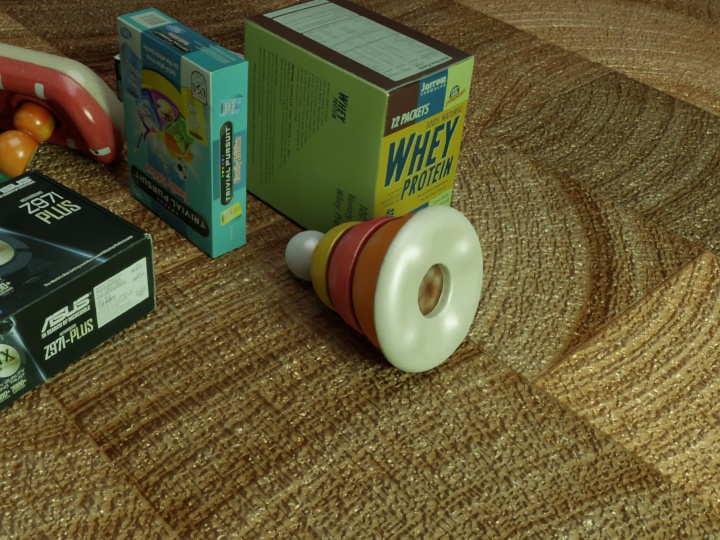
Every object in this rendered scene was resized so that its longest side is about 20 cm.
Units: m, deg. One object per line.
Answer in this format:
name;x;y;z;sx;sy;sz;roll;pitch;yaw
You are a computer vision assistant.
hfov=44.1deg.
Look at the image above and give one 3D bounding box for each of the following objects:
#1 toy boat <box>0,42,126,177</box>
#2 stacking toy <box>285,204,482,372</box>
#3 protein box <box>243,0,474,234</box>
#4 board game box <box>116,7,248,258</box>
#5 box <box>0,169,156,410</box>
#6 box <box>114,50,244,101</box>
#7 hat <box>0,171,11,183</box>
toy boat;-0.360;-0.160;0.982;0.197;0.131;0.132;14;67;11
stacking toy;0.000;0.000;0.822;0.198;0.148;0.146;15;34;39
protein box;-0.010;-0.151;0.934;0.199;0.201;0.134;33;44;31
board game box;-0.177;-0.136;0.887;0.047;0.202;0.150;-27;48;-37
box;-0.304;0.013;0.767;0.163;0.087;0.200;27;41;26
box;-0.199;-0.235;1.134;0.198;0.061;0.117;24;40;21
hat;-0.446;-0.040;0.868;0.199;0.177;0.166;29;0;-16
